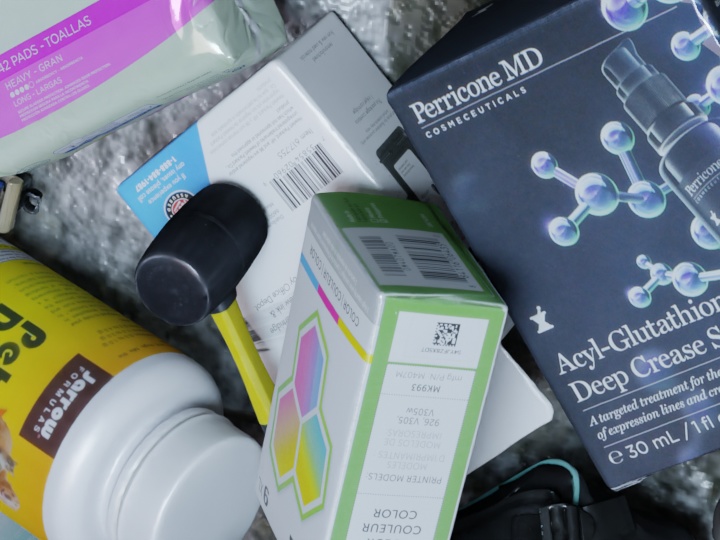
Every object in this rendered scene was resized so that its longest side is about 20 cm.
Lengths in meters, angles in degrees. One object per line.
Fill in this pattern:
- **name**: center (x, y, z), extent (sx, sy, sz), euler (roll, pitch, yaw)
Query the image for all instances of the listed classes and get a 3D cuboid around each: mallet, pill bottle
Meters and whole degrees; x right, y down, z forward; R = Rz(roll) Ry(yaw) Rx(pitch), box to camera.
- **mallet**: center (-0.038, 0.052, 1.227), extent (0.041, 0.066, 0.201), euler (-7, 126, 31)
- **pill bottle**: center (-0.141, 0.067, 1.282), extent (0.199, 0.109, 0.110), euler (30, 125, 31)

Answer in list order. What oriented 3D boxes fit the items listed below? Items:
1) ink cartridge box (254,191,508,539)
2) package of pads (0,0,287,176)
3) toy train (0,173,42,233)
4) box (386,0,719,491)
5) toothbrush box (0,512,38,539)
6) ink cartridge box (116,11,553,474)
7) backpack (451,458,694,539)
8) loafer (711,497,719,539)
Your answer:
- **ink cartridge box**: center (0.001, 0.080, 1.156), extent (0.059, 0.104, 0.201), euler (4, 113, -19)
- **package of pads**: center (-0.142, -0.157, 1.214), extent (0.154, 0.068, 0.201), euler (-23, 92, 31)
- **toy train**: center (-0.246, -0.070, 1.332), extent (0.199, 0.046, 0.034), euler (25, 122, 12)
- **box**: center (0.133, -0.035, 1.140), extent (0.148, 0.107, 0.201), euler (-24, 102, 32)
- **toothbrush box**: center (-0.192, 0.186, 1.409), extent (0.146, 0.085, 0.200), euler (-33, 98, 33)
- **ink cartridge box**: center (0.000, 0.000, 1.240), extent (0.116, 0.068, 0.200), euler (-35, 96, 34)
- **backpack**: center (0.063, 0.198, 1.246), extent (0.153, 0.177, 0.199), euler (33, 143, -31)
- **loafer**: center (0.237, 0.171, 1.211), extent (0.071, 0.073, 0.200), euler (-35, 96, 35)
